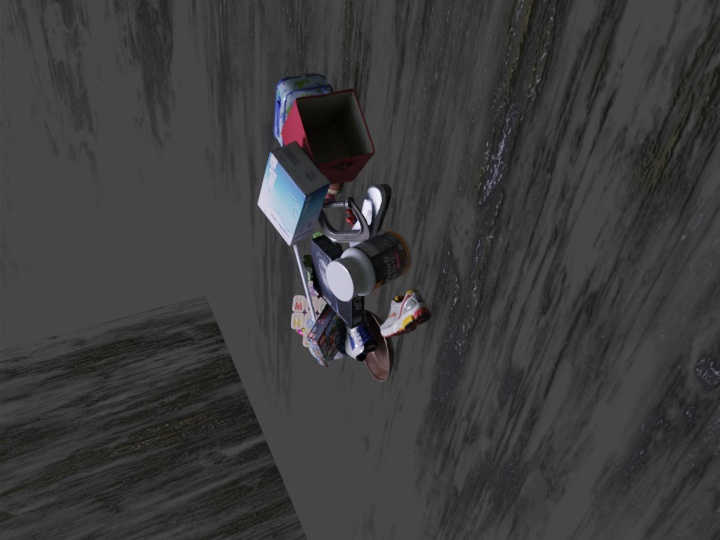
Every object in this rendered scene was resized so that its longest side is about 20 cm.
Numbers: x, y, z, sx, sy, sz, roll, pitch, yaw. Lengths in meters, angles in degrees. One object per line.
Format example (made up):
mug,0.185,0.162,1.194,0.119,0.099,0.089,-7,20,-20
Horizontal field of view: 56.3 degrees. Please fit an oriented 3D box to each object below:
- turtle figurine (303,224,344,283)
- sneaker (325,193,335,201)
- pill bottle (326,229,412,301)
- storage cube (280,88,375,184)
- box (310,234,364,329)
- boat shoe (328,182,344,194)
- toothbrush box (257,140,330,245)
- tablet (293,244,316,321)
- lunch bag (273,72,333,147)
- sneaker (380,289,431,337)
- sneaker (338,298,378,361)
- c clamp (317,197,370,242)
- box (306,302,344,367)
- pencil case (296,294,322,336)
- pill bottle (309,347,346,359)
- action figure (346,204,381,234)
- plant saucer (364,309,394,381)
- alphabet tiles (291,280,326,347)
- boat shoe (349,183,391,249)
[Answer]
turtle figurine,-0.117,-0.042,1.922,0.202,0.142,0.194,57,-175,22
sneaker,-0.125,-0.237,2.002,0.199,0.072,0.090,-5,85,63
pill bottle,0.021,-0.011,1.572,0.115,0.198,0.119,27,130,37
storage cube,-0.088,-0.324,1.709,0.180,0.167,0.205,-38,69,66
box,-0.059,0.027,1.733,0.200,0.043,0.164,44,144,41
boat shoe,-0.131,-0.283,1.852,0.068,0.196,0.073,120,173,-50
toothbrush box,-0.166,-0.185,1.641,0.147,0.084,0.202,49,145,17
tablet,-0.151,0.031,1.832,0.130,0.013,0.206,-144,39,-82
lunch bag,-0.158,-0.429,1.828,0.083,0.157,0.203,56,151,36
sneaker,0.106,0.106,1.641,0.200,0.076,0.084,-43,60,54
sneaker,0.003,0.162,1.824,0.114,0.079,0.205,29,125,43
c clamp,-0.062,-0.139,1.648,0.196,0.027,0.175,8,127,42
box,-0.070,0.146,1.862,0.037,0.203,0.138,17,150,25
pencil case,-0.119,0.121,2.029,0.088,0.087,0.205,0,65,66
pill bottle,-0.101,0.227,2.136,0.199,0.108,0.114,-23,83,68
action figure,0.030,-0.082,1.730,0.202,0.051,0.066,57,157,28
plant saucer,0.047,0.205,1.871,0.200,0.036,0.206,-134,38,-52
alphabet tiles,-0.106,0.127,1.977,0.015,0.193,0.202,67,-153,-74
boat shoe,0.029,-0.126,1.656,0.069,0.066,0.204,34,127,27
